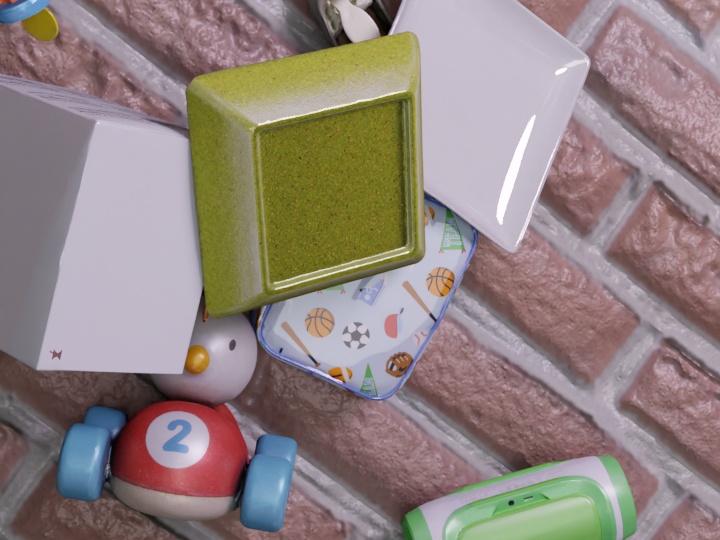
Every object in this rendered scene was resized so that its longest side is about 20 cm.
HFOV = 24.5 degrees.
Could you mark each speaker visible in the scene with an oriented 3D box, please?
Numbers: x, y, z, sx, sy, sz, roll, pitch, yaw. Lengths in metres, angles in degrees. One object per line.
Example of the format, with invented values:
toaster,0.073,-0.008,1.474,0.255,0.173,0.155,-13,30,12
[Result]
speaker,0.142,0.228,1.488,0.199,0.088,0.089,-15,102,-7

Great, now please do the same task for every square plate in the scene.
square plate,0.090,-0.146,1.398,0.200,0.028,0.199,32,72,-28

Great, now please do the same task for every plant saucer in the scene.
plant saucer,-0.027,-0.067,1.277,0.199,0.048,0.201,-16,118,-25

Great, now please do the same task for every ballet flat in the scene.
ballet flat,0.021,-0.166,1.409,0.067,0.064,0.200,-35,104,-3

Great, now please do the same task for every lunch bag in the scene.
lunch bag,0.000,0.000,1.430,0.160,0.076,0.201,26,95,-11

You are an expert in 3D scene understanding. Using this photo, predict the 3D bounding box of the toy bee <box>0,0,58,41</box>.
toy bee,-0.303,-0.241,1.327,0.200,0.109,0.131,-17,112,-35

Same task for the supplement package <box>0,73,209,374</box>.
supplement package,-0.231,-0.039,1.295,0.147,0.200,0.192,7,102,-48

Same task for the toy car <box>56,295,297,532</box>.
toy car,-0.138,0.095,1.372,0.184,0.177,0.201,9,94,0
